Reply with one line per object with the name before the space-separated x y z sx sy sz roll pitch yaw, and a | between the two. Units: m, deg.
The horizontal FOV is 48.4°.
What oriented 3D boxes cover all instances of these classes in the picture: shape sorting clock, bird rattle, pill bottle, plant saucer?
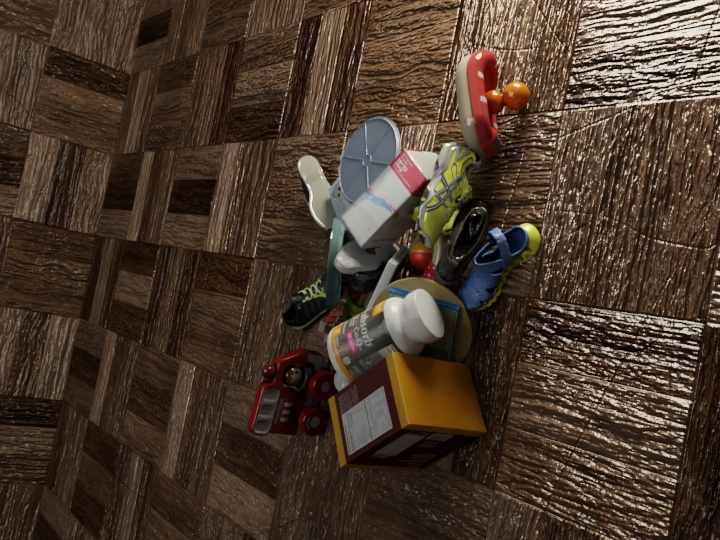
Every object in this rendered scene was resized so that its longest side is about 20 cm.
shape sorting clock | 0.113 0.106 1.507 0.197 0.039 0.204 7 111 17
bird rattle | 0.145 -0.023 1.573 0.163 0.111 0.204 167 102 -66
pill bottle | 0.046 0.118 1.449 0.198 0.116 0.118 -30 56 26
plant saucer | -0.053 -0.012 1.730 0.200 0.027 0.204 5 -90 -90

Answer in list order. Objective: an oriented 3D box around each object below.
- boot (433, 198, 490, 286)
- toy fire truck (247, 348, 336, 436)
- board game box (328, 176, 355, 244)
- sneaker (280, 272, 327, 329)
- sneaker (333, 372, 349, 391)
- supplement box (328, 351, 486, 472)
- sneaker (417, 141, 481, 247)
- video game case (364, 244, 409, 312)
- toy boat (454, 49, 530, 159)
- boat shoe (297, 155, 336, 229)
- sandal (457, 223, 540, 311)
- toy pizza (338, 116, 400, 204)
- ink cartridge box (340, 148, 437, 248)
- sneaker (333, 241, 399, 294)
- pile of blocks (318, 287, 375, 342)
boot | 0.196 -0.069 1.417 0.174 0.068 0.202 104 -169 -70
toy fire truck | -0.157 0.274 1.791 0.112 0.166 0.203 21 96 52
board game box | 0.020 -0.169 1.796 0.199 0.043 0.202 -46 47 34
sneaker | -0.120 0.074 1.874 0.201 0.082 0.072 -50 45 31
sneaker | -0.010 0.247 1.664 0.199 0.098 0.076 24 100 54
supplement box | 0.082 0.264 1.456 0.200 0.195 0.135 -40 50 38
sneaker | 0.161 -0.137 1.468 0.075 0.075 0.203 17 86 20
video game case | 0.040 0.055 1.621 0.202 0.023 0.182 -65 -6 16
toy boat | 0.252 -0.318 1.497 0.129 0.130 0.203 -11 68 18
boat shoe | -0.103 -0.181 1.947 0.061 0.073 0.202 88 158 -68
sandal | 0.231 -0.010 1.438 0.201 0.086 0.080 -57 43 27
toy pizza | 0.024 -0.236 1.752 0.199 0.031 0.204 -21 62 45
ink cartridge box | 0.077 -0.142 1.597 0.200 0.147 0.086 -42 73 26
sneaker | 0.000 0.000 1.663 0.075 0.199 0.115 41 122 19
pile of blocks | -0.033 0.103 1.769 0.201 0.061 0.083 -51 44 31
